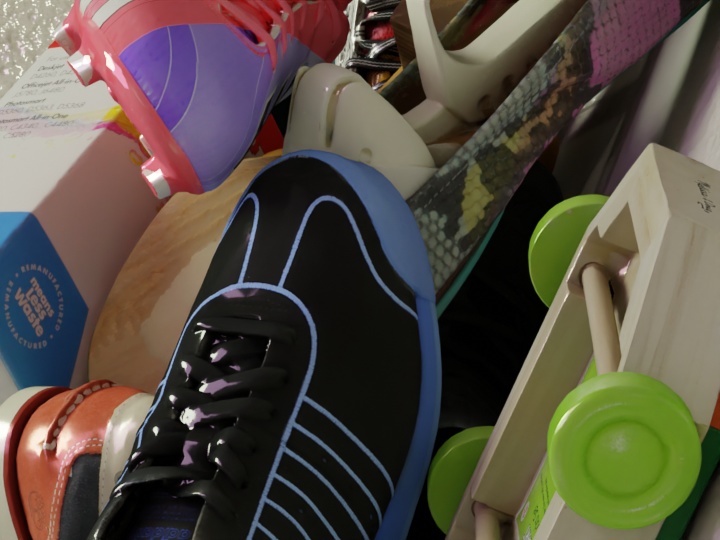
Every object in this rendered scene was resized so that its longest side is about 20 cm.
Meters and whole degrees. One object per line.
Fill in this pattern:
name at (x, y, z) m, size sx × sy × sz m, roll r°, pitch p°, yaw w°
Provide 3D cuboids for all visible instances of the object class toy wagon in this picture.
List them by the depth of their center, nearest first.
toy wagon at (0.039, 0.069, 0.704) m, size 0.155 × 0.040 × 0.200 m, roll -83°, pitch 16°, yaw -73°

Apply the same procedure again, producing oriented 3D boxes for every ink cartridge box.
ink cartridge box at (-0.077, -0.008, 0.990) m, size 0.067 × 0.116 × 0.200 m, roll -3°, pitch 36°, yaw 36°

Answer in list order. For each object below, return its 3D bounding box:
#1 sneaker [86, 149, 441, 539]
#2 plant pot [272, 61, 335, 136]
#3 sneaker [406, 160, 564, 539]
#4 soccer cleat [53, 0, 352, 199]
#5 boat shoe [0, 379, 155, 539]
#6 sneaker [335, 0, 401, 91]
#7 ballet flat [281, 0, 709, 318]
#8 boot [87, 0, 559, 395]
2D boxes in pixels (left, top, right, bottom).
sneaker at (-0.030, 0.058, 0.762) m, size 0.078 × 0.070 × 0.200 m, roll 28°, pitch -116°, yaw -57°
plant pot at (-0.009, -0.084, 1.336) m, size 0.200 × 0.141 × 0.141 m, roll -60°, pitch -3°, yaw -47°
sneaker at (0.024, 0.050, 0.851) m, size 0.200 × 0.060 × 0.104 m, roll -63°, pitch 15°, yaw -15°
soccer cleat at (-0.038, -0.070, 0.867) m, size 0.076 × 0.067 × 0.200 m, roll -32°, pitch 6°, yaw 6°
boat shoe at (-0.052, 0.122, 0.904) m, size 0.071 × 0.063 × 0.200 m, roll -43°, pitch -57°, yaw -45°
sneaker at (0.027, -0.083, 1.079) m, size 0.082 × 0.078 × 0.200 m, roll -74°, pitch -18°, yaw -68°
ballet flat at (0.025, -0.050, 0.843) m, size 0.200 × 0.071 × 0.069 m, roll -47°, pitch 38°, yaw -10°
boot at (0.000, -0.001, 0.981) m, size 0.201 × 0.071 × 0.144 m, roll -49°, pitch -25°, yaw -14°
